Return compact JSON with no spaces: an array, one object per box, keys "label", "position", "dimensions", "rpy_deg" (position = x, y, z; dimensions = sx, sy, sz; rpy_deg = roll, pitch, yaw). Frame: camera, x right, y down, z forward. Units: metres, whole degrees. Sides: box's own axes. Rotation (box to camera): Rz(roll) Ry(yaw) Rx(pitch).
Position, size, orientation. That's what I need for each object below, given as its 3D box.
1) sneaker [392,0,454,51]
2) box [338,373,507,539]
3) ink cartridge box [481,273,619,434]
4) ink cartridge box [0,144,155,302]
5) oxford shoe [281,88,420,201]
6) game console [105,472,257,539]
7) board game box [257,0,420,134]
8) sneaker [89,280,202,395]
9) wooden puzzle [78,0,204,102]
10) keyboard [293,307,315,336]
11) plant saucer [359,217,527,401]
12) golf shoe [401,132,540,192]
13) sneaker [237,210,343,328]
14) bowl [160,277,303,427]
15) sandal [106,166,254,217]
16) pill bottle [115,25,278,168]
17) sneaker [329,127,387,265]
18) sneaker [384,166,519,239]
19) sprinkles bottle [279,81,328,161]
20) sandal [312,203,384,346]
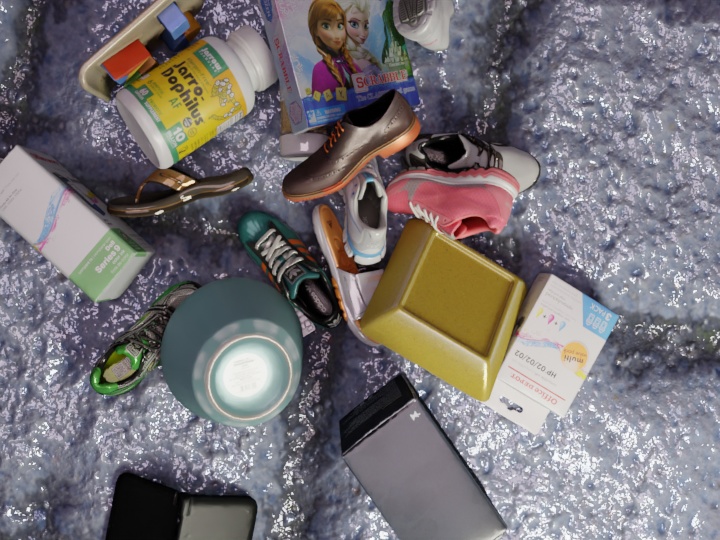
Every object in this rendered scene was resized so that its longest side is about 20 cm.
[{"label":"sneaker","position":[0.088,-0.386,1.182],"dimensions":[0.077,0.099,0.204],"rpy_deg":[-8,69,30]},{"label":"box","position":[0.074,0.261,1.130],"dimensions":[0.123,0.197,0.202],"rpy_deg":[-36,93,-2]},{"label":"ink cartridge box","position":[0.254,0.120,1.201],"dimensions":[0.114,0.068,0.203],"rpy_deg":[29,90,-4]},{"label":"ink cartridge box","position":[-0.374,-0.059,1.119],"dimensions":[0.199,0.145,0.088],"rpy_deg":[41,89,-3]},{"label":"oxford shoe","position":[-0.024,-0.161,1.100],"dimensions":[0.198,0.072,0.073],"rpy_deg":[-33,135,4]},{"label":"game console","position":[-0.255,0.395,1.202],"dimensions":[0.173,0.116,0.204],"rpy_deg":[10,91,-34]},{"label":"board game box","position":[-0.027,-0.296,1.135],"dimensions":[0.198,0.041,0.204],"rpy_deg":[-19,96,-37]},{"label":"sneaker","position":[-0.278,0.097,1.160],"dimensions":[0.078,0.085,0.200],"rpy_deg":[44,88,-3]},{"label":"wooden puzzle","position":[-0.263,-0.290,1.102],"dimensions":[0.046,0.185,0.200],"rpy_deg":[44,89,-8]},{"label":"keyboard","position":[-0.160,0.108,1.204],"dimensions":[0.198,0.011,0.057],"rpy_deg":[-31,93,-3]},{"label":"plant saucer","position":[0.123,0.039,1.153],"dimensions":[0.198,0.049,0.202],"rpy_deg":[29,58,-4]},{"label":"golf shoe","position":[0.156,-0.143,1.177],"dimensions":[0.195,0.094,0.080],"rpy_deg":[5,90,-5]},{"label":"sneaker","position":[-0.092,-0.005,1.169],"dimensions":[0.071,0.080,0.200],"rpy_deg":[-43,89,-4]},{"label":"bowl","position":[-0.154,0.121,1.127],"dimensions":[0.197,0.105,0.205],"rpy_deg":[-6,107,-20]},{"label":"sandal","position":[-0.241,-0.116,1.156],"dimensions":[0.196,0.082,0.056],"rpy_deg":[-15,107,-6]},{"label":"pill bottle","position":[-0.209,-0.232,1.134],"dimensions":[0.199,0.113,0.114],"rpy_deg":[-37,93,-16]},{"label":"sneaker","position":[0.004,-0.116,1.147],"dimensions":[0.073,0.087,0.204],"rpy_deg":[-8,68,-16]},{"label":"sneaker","position":[0.108,-0.084,1.141],"dimensions":[0.197,0.074,0.088],"rpy_deg":[-1,63,32]},{"label":"sprinkles bottle","position":[-0.078,-0.252,1.167],"dimensions":[0.067,0.068,0.205],"rpy_deg":[-1,88,-3]},{"label":"sandal","position":[-0.003,0.001,1.171],"dimensions":[0.058,0.079,0.210],"rpy_deg":[-22,91,26]}]
